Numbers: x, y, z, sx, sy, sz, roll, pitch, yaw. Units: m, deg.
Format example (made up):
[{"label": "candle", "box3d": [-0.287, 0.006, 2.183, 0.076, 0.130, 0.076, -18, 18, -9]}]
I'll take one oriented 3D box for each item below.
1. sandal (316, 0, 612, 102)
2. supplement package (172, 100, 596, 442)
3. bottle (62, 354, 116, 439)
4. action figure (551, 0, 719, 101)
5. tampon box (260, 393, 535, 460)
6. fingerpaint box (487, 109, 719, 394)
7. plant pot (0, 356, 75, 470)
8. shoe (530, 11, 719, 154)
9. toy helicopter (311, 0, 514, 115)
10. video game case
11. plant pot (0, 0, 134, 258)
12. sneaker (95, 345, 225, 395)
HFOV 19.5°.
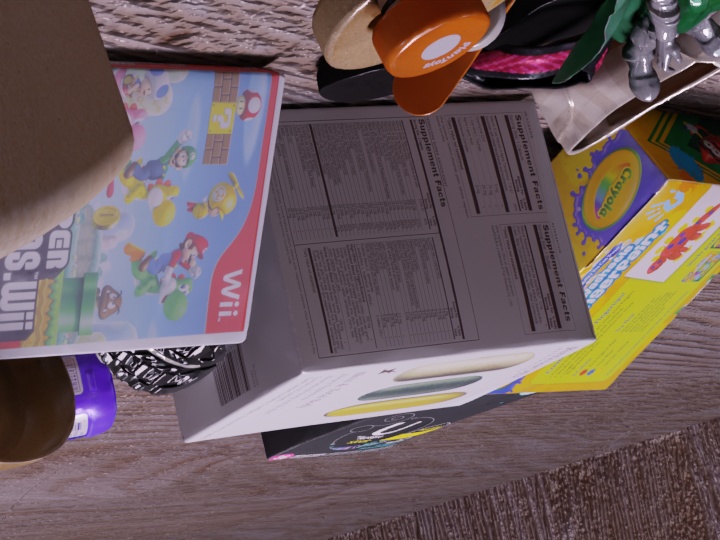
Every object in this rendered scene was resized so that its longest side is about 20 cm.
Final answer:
[{"label": "sandal", "box3d": [0.076, -0.108, 1.062, 0.200, 0.045, 0.075, -17, 167, 15]}, {"label": "supplement package", "box3d": [0.000, 0.000, 1.210, 0.200, 0.151, 0.152, -5, 165, -33]}, {"label": "bottle", "box3d": [-0.287, 0.107, 1.572, 0.200, 0.065, 0.084, -10, 166, -16]}, {"label": "action figure", "box3d": [0.148, -0.127, 0.907, 0.118, 0.055, 0.200, -33, 170, -5]}, {"label": "tampon box", "box3d": [0.034, 0.048, 1.517, 0.200, 0.127, 0.150, -24, 165, 37]}, {"label": "fingerpaint box", "box3d": [0.159, -0.011, 1.364, 0.167, 0.073, 0.200, 1, 137, -51]}, {"label": "plant pot", "box3d": [-0.226, 0.028, 1.003, 0.027, 0.200, 0.200, -49, 155, 18]}, {"label": "shoe", "box3d": [0.177, -0.118, 1.109, 0.200, 0.054, 0.070, -23, 165, 37]}, {"label": "toy helicopter", "box3d": [0.072, -0.134, 0.893, 0.200, 0.079, 0.132, -24, 163, -12]}, {"label": "video game case", "box3d": [-0.127, -0.030, 1.003, 0.200, 0.143, 0.017, -3, -163, -42]}, {"label": "plant pot", "box3d": [-0.187, -0.070, 0.652, 0.199, 0.200, 0.177, -20, 178, 27]}, {"label": "sneaker", "box3d": [-0.147, -0.012, 1.106, 0.074, 0.079, 0.200, -32, 135, 5]}]
